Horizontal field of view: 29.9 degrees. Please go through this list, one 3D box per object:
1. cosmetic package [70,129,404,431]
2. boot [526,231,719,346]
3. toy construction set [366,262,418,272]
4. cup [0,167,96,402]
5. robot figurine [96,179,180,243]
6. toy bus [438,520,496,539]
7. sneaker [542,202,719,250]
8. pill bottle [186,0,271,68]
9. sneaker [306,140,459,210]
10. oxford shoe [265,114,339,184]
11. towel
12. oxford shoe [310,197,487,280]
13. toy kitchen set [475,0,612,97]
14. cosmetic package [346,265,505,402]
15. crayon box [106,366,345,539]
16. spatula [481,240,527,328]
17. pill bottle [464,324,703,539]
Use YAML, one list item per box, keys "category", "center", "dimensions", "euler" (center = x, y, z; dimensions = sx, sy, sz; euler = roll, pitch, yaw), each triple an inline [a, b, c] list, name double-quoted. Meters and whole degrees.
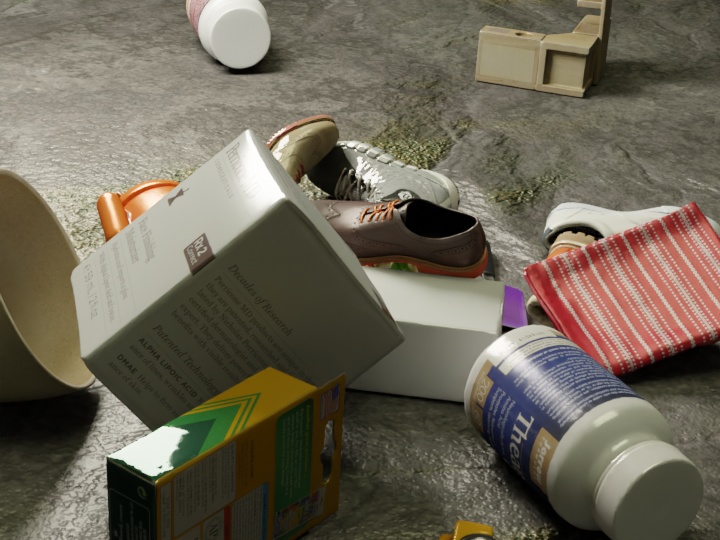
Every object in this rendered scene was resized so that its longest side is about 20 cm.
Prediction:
- category: "cosmetic package"
  center: [-0.103, 0.028, 1.090]
  dimensions: [0.200, 0.165, 0.165]
  euler: [-39, 29, 4]
- category: "boot"
  center: [0.264, 0.043, 1.335]
  dimensions: [0.199, 0.075, 0.107]
  euler: [21, 49, 21]
- category: "toy construction set"
  center: [0.000, 0.000, 1.365]
  dimensions: [0.198, 0.092, 0.132]
  euler: [-4, 50, 0]
- category: "cup"
  center: [-0.332, 0.033, 1.155]
  dimensions: [0.142, 0.201, 0.201]
  euler: [-22, 24, 9]
- category: "robot figurine"
  center: [-0.187, -0.021, 1.335]
  dimensions: [0.143, 0.117, 0.200]
  euler: [-9, 28, -24]
- category: "toy bus"
  center: [0.046, 0.242, 0.872]
  dimensions: [0.078, 0.066, 0.200]
  euler: [5, 26, 7]
- category: "sneaker"
  center: [0.297, -0.028, 1.487]
  dimensions: [0.199, 0.073, 0.071]
  euler: [4, 33, 24]
- category: "pill bottle"
  center: [-0.206, -0.394, 2.129]
  dimensions: [0.113, 0.115, 0.200]
  euler: [-3, 26, -14]
- category: "sneaker"
  center: [0.007, -0.091, 1.564]
  dimensions: [0.199, 0.076, 0.115]
  euler: [15, 30, 21]
- category: "oxford shoe"
  center: [-0.088, -0.104, 1.552]
  dimensions: [0.200, 0.071, 0.075]
  euler: [-41, 51, -21]
- category: "towel"
  center: [0.272, 0.020, 1.298]
  dimensions: [0.199, 0.023, 0.145]
  euler: [-20, 59, -10]
- category: "oxford shoe"
  center: [0.025, -0.047, 1.293]
  dimensions: [0.198, 0.073, 0.072]
  euler: [9, 54, 12]
- category: "toy kitchen set"
  center: [0.299, -0.391, 2.131]
  dimensions: [0.179, 0.164, 0.200]
  euler: [11, 26, 16]
- category: "cosmetic package"
  center: [0.032, 0.055, 1.249]
  dimensions: [0.198, 0.082, 0.113]
  euler: [9, 26, 8]
- category: "crayon box"
  center: [-0.093, 0.155, 0.966]
  dimensions: [0.051, 0.127, 0.200]
  euler: [20, 29, 33]
- category: "spatula"
  center: [0.138, 0.007, 1.431]
  dimensions: [0.056, 0.021, 0.200]
  euler: [13, 22, -9]
- category: "pill bottle"
  center: [0.175, 0.133, 1.063]
  dimensions: [0.110, 0.112, 0.200]
  euler: [-9, 28, -25]
